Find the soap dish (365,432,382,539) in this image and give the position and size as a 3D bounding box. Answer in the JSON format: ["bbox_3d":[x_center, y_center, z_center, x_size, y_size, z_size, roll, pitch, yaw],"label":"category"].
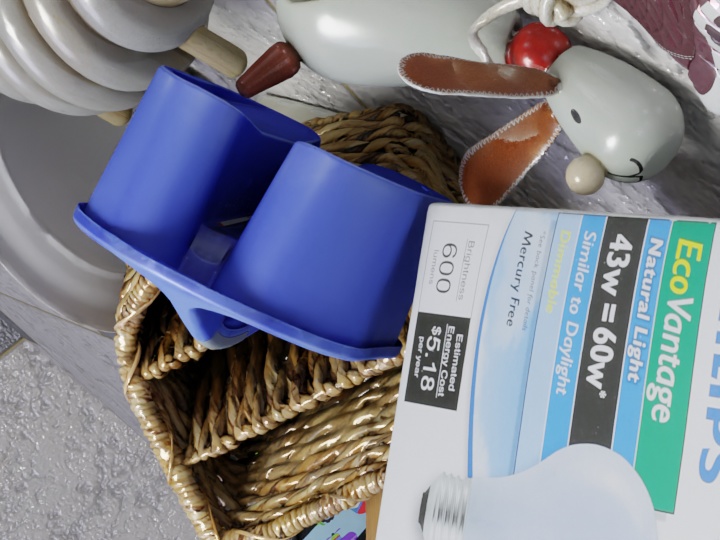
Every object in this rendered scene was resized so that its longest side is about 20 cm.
[{"bbox_3d":[0.082,0.113,1.119,0.156,0.201,0.082,8,130,-7],"label":"soap dish"}]

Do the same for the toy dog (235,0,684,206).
[{"bbox_3d":[0.026,-0.082,0.877,0.199,0.097,0.132,25,162,45],"label":"toy dog"}]

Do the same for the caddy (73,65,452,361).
[{"bbox_3d":[-0.043,-0.013,0.937,0.141,0.106,0.200,28,-175,13],"label":"caddy"}]

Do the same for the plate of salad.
[{"bbox_3d":[-0.167,-0.055,1.170,0.048,0.201,0.200,-26,123,31],"label":"plate of salad"}]

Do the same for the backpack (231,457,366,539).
[{"bbox_3d":[-0.011,0.122,1.425,0.182,0.200,0.135,36,167,7],"label":"backpack"}]

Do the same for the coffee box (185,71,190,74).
[{"bbox_3d":[-0.175,-0.131,1.365,0.199,0.044,0.123,35,167,18],"label":"coffee box"}]

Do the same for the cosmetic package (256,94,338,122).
[{"bbox_3d":[0.000,0.000,1.235,0.200,0.087,0.103,47,164,-31],"label":"cosmetic package"}]

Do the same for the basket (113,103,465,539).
[{"bbox_3d":[-0.029,0.024,1.074,0.199,0.150,0.143,-26,124,24],"label":"basket"}]

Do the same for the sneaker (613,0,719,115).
[{"bbox_3d":[0.090,-0.119,0.637,0.115,0.076,0.200,39,168,11],"label":"sneaker"}]

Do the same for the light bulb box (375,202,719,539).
[{"bbox_3d":[0.119,0.082,0.840,0.124,0.200,0.199,11,176,-37],"label":"light bulb box"}]

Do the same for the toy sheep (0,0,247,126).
[{"bbox_3d":[-0.137,-0.137,1.054,0.199,0.138,0.138,-22,124,39],"label":"toy sheep"}]
